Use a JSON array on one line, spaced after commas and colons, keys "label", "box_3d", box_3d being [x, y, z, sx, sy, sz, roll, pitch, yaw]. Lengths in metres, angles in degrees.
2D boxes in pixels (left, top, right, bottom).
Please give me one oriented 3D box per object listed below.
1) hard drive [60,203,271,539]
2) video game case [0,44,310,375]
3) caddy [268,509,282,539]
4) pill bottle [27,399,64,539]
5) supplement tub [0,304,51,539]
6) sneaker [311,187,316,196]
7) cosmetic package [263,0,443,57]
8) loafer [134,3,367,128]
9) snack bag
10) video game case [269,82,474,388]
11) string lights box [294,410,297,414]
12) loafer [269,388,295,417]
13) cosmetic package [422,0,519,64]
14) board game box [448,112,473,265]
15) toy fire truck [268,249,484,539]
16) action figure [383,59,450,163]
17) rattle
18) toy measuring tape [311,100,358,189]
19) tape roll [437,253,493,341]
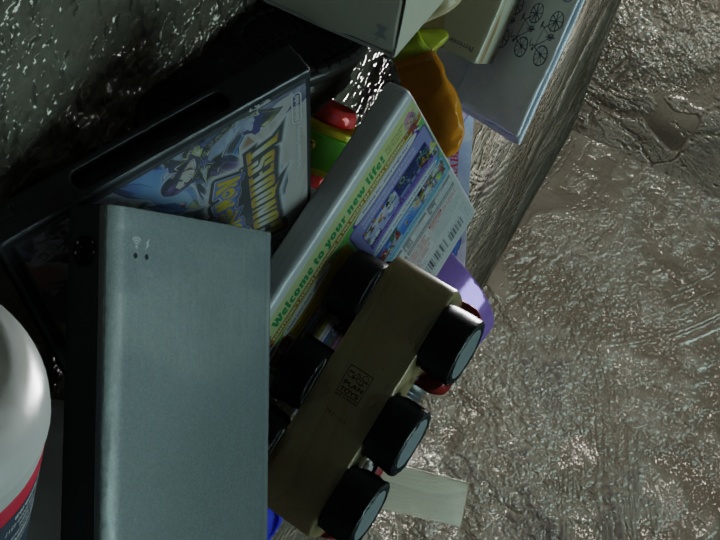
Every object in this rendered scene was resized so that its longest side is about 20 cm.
[{"label": "hard drive", "box_3d": [-0.095, 0.075, 0.521, 0.139, 0.033, 0.202, 8, 82, -63]}, {"label": "video game case", "box_3d": [-0.107, -0.018, 0.586, 0.180, 0.026, 0.201, -33, 159, -18]}, {"label": "caddy", "box_3d": [-0.147, 0.197, 0.867, 0.141, 0.105, 0.201, -35, 157, -18]}, {"label": "pill bottle", "box_3d": [-0.179, 0.168, 0.631, 0.117, 0.116, 0.201, -57, 168, -26]}, {"label": "supplement tub", "box_3d": [-0.195, 0.107, 0.366, 0.140, 0.139, 0.201, -44, 158, -58]}, {"label": "sneaker", "box_3d": [-0.086, 0.002, 0.810, 0.200, 0.075, 0.089, -41, 160, -38]}, {"label": "cosmetic package", "box_3d": [0.027, -0.238, 0.686, 0.200, 0.103, 0.073, -55, 165, -41]}, {"label": "loafer", "box_3d": [-0.070, -0.107, 0.644, 0.200, 0.073, 0.072, -39, 158, -42]}, {"label": "snack bag", "box_3d": [0.127, -0.244, 0.981, 0.021, 0.200, 0.190, 8, 113, -39]}, {"label": "video game case", "box_3d": [0.000, 0.000, 0.699, 0.201, 0.022, 0.182, -57, 152, -8]}, {"label": "string lights box", "box_3d": [-0.070, 0.104, 1.010, 0.102, 0.059, 0.200, -31, 178, 19]}, {"label": "loafer", "box_3d": [-0.082, 0.082, 0.731, 0.200, 0.068, 0.076, -46, 145, -23]}, {"label": "cosmetic package", "box_3d": [0.107, -0.297, 0.910, 0.202, 0.104, 0.071, -69, 166, 17]}, {"label": "board game box", "box_3d": [0.078, -0.072, 1.136, 0.200, 0.041, 0.202, 124, -28, -74]}, {"label": "toy fire truck", "box_3d": [0.026, 0.104, 0.703, 0.177, 0.128, 0.200, -58, 163, -6]}, {"label": "action figure", "box_3d": [0.045, -0.130, 1.029, 0.201, 0.069, 0.131, 119, -30, -51]}, {"label": "rattle", "box_3d": [0.077, -0.216, 0.829, 0.130, 0.143, 0.201, -36, -160, 36]}, {"label": "toy measuring tape", "box_3d": [-0.019, -0.108, 0.848, 0.074, 0.073, 0.200, -67, 168, 17]}, {"label": "tape roll", "box_3d": [0.036, 0.017, 1.018, 0.066, 0.200, 0.200, -47, 164, -15]}]
